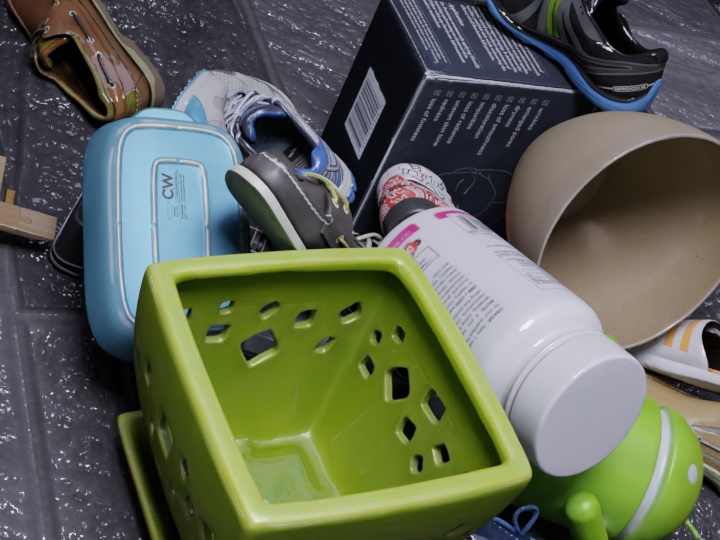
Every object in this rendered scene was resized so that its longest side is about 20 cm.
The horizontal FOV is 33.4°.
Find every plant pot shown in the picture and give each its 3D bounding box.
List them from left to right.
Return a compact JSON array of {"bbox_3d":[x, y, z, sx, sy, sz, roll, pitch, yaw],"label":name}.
[{"bbox_3d":[-0.043,0.118,0.775,0.200,0.182,0.199,-3,49,-31],"label":"plant pot"},{"bbox_3d":[0.199,-0.052,0.992,0.200,0.201,0.135,2,31,-27],"label":"plant pot"}]

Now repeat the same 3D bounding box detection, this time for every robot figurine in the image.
[{"bbox_3d":[0.172,0.140,0.920,0.200,0.116,0.176,22,46,-5],"label":"robot figurine"}]

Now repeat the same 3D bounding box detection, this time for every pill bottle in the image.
[{"bbox_3d":[0.097,0.047,0.840,0.113,0.114,0.200,-6,32,-33],"label":"pill bottle"}]

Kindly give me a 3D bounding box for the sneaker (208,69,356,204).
[{"bbox_3d":[-0.084,-0.129,1.060,0.200,0.085,0.077,40,85,27],"label":"sneaker"}]

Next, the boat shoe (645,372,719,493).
[{"bbox_3d":[0.303,0.136,1.027,0.200,0.076,0.072,33,40,7],"label":"boat shoe"}]

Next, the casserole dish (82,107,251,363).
[{"bbox_3d":[-0.130,-0.026,0.840,0.121,0.039,0.200,3,73,-25],"label":"casserole dish"}]

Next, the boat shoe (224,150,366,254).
[{"bbox_3d":[-0.037,-0.035,0.843,0.061,0.201,0.072,-43,66,-7],"label":"boat shoe"}]

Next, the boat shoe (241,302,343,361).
[{"bbox_3d":[-0.092,0.056,0.901,0.200,0.066,0.070,10,40,-26],"label":"boat shoe"}]

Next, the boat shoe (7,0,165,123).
[{"bbox_3d":[-0.265,-0.210,1.086,0.200,0.072,0.068,42,41,17],"label":"boat shoe"}]

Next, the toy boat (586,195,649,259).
[{"bbox_3d":[0.256,-0.063,1.152,0.130,0.131,0.200,-17,53,-6],"label":"toy boat"}]

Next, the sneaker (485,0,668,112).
[{"bbox_3d":[0.183,-0.217,1.018,0.071,0.083,0.200,-24,61,-43],"label":"sneaker"}]

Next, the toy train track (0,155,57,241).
[{"bbox_3d":[-0.292,-0.006,0.890,0.114,0.033,0.200,17,46,-23],"label":"toy train track"}]

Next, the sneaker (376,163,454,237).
[{"bbox_3d":[0.087,-0.008,1.029,0.201,0.067,0.108,45,17,-28],"label":"sneaker"}]

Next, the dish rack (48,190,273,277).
[{"bbox_3d":[-0.136,-0.031,0.984,0.200,0.055,0.154,24,41,-7],"label":"dish rack"}]

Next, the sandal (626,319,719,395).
[{"bbox_3d":[0.313,0.077,1.040,0.206,0.059,0.079,17,-4,42],"label":"sandal"}]

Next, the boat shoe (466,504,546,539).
[{"bbox_3d":[0.115,0.219,0.842,0.200,0.084,0.069,46,61,1],"label":"boat shoe"}]

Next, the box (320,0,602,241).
[{"bbox_3d":[0.089,-0.130,1.096,0.196,0.200,0.124,3,46,-27],"label":"box"}]

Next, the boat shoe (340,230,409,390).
[{"bbox_3d":[0.000,0.000,0.972,0.200,0.064,0.071,53,34,2],"label":"boat shoe"}]

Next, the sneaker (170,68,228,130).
[{"bbox_3d":[-0.131,-0.076,0.942,0.081,0.077,0.200,24,48,-16],"label":"sneaker"}]
